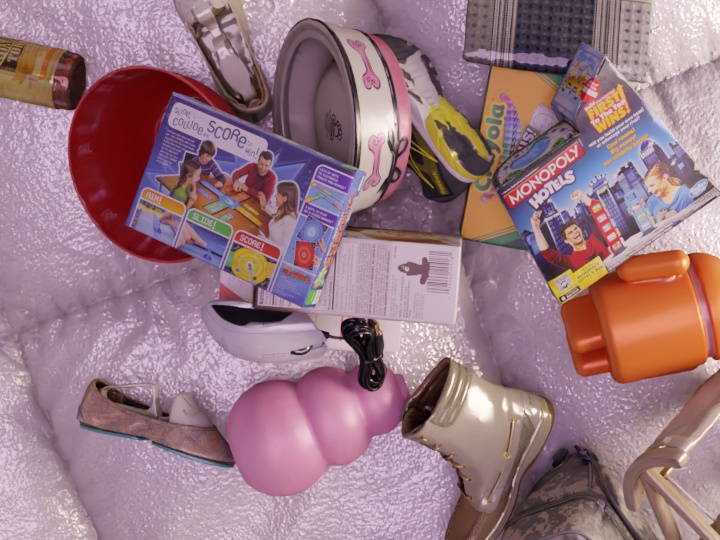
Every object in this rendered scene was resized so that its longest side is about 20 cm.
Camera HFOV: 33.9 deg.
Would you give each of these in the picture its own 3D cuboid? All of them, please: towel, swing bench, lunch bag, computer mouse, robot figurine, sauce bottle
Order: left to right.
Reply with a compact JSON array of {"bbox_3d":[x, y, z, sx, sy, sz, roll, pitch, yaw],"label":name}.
[{"bbox_3d":[-0.394,-0.218,1.257,0.197,0.066,0.067,11,101,1],"label":"sauce bottle"},{"bbox_3d":[-0.072,0.075,1.207,0.197,0.110,0.044,7,56,10],"label":"computer mouse"},{"bbox_3d":[0.203,-0.293,1.189,0.190,0.035,0.203,7,81,4],"label":"towel"},{"bbox_3d":[0.250,0.307,1.250,0.139,0.168,0.201,-33,98,32],"label":"lunch bag"},{"bbox_3d":[0.310,0.047,1.220,0.197,0.117,0.146,-14,94,7],"label":"robot figurine"},{"bbox_3d":[0.381,0.205,1.194,0.198,0.129,0.201,-38,96,-28],"label":"swing bench"}]

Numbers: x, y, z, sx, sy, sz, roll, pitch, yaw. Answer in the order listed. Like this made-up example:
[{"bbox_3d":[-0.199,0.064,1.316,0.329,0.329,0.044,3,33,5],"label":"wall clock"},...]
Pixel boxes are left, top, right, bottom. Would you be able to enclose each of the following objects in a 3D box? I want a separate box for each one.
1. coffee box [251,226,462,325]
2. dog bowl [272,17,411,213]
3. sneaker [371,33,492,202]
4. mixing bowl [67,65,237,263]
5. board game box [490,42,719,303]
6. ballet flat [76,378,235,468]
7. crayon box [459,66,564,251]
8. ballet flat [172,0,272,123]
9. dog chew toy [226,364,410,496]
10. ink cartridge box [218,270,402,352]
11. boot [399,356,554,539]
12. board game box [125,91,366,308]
[{"bbox_3d":[0.000,0.000,1.171,0.197,0.114,0.081,5,96,6],"label":"coffee box"},{"bbox_3d":[-0.018,-0.150,1.182,0.073,0.200,0.203,-7,101,-26],"label":"dog bowl"},{"bbox_3d":[0.050,-0.155,1.215,0.201,0.074,0.085,57,134,19],"label":"sneaker"},{"bbox_3d":[-0.191,-0.119,1.225,0.197,0.108,0.203,7,110,19],"label":"mixing bowl"},{"bbox_3d":[0.226,-0.106,1.156,0.199,0.062,0.201,-33,116,0],"label":"board game box"},{"bbox_3d":[-0.221,0.162,1.301,0.197,0.068,0.068,13,89,12],"label":"ballet flat"},{"bbox_3d":[0.178,-0.124,1.230,0.117,0.058,0.203,10,101,3],"label":"crayon box"},{"bbox_3d":[-0.148,-0.249,1.232,0.069,0.069,0.202,-26,97,9],"label":"ballet flat"},{"bbox_3d":[-0.042,0.161,1.272,0.198,0.125,0.126,-22,98,1],"label":"dog chew toy"},{"bbox_3d":[-0.049,0.019,1.270,0.197,0.068,0.118,6,100,5],"label":"ink cartridge box"},{"bbox_3d":[0.102,0.203,1.260,0.153,0.072,0.202,24,96,-27],"label":"boot"},{"bbox_3d":[-0.109,-0.067,1.105,0.198,0.034,0.137,25,98,14],"label":"board game box"}]
